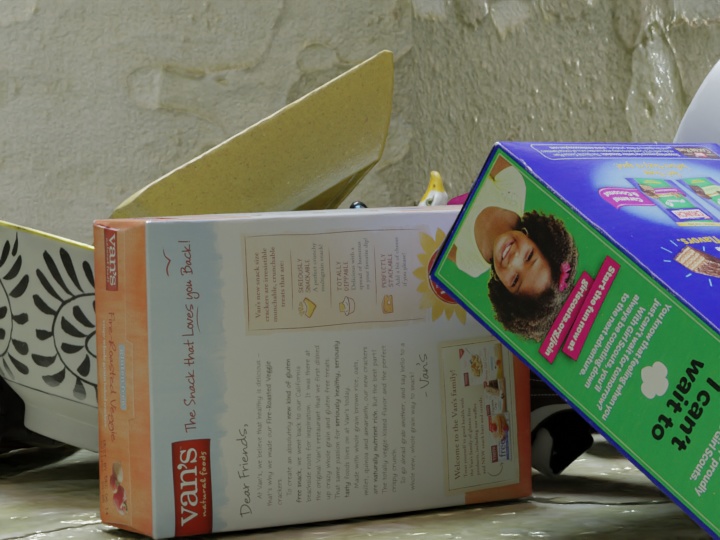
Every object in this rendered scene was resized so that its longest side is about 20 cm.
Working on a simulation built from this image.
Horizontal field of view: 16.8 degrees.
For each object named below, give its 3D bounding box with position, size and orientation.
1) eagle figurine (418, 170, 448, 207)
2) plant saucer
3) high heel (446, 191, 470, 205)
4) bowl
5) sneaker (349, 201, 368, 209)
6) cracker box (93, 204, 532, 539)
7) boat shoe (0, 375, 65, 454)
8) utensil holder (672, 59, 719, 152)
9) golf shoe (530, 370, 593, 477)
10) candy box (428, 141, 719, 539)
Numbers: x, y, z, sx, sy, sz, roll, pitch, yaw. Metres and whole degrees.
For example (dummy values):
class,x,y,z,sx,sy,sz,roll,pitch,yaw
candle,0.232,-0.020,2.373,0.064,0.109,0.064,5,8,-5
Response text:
class,x,y,z,sx,sy,sz,roll,pitch,yaw
eagle figurine,0.055,0.007,1.706,0.199,0.152,0.152,23,52,30
plant saucer,-0.075,-0.026,1.400,0.199,0.049,0.200,-31,-8,-30
high heel,0.140,-0.020,1.606,0.095,0.068,0.200,7,-14,32
bowl,-0.114,0.044,1.216,0.199,0.095,0.201,17,-2,1
sneaker,0.000,0.000,1.292,0.073,0.083,0.199,-6,-12,-37
cracker box,-0.019,0.041,1.088,0.199,0.135,0.058,-3,4,-32
boat shoe,-0.207,0.065,1.272,0.071,0.076,0.200,-14,-5,17
utensil holder,0.263,-0.020,1.159,0.199,0.171,0.169,32,22,33
golf shoe,0.061,0.060,1.198,0.077,0.095,0.199,-9,-7,-45
candy box,0.157,0.027,1.032,0.168,0.077,0.200,-2,35,-46
